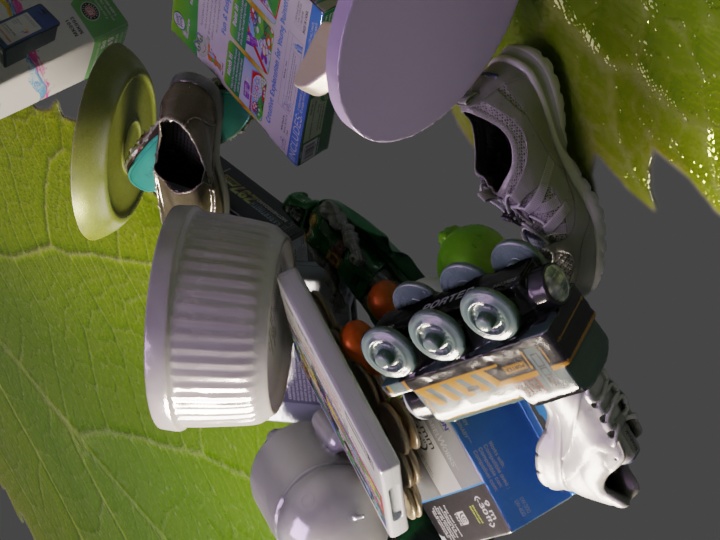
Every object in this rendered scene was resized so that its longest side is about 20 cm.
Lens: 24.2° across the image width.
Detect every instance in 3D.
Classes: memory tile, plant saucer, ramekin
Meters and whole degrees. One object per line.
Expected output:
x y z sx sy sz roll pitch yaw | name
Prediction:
0.004 0.121 1.537 0.200 0.017 0.154 53 161 40 | memory tile
-0.245 -0.129 1.709 0.031 0.201 0.201 9 135 9 | plant saucer
-0.120 0.045 1.493 0.104 0.201 0.202 4 133 7 | ramekin

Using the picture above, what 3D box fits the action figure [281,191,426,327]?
0.000 0.000 1.525 0.200 0.054 0.119 46 138 19 | action figure

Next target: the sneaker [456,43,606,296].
0.118 -0.061 1.237 0.074 0.082 0.202 12 129 55 | sneaker

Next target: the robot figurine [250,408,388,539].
-0.038 0.218 1.611 0.200 0.112 0.172 -132 43 -62 | robot figurine

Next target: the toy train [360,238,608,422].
0.089 0.055 1.250 0.199 0.085 0.114 -23 112 43 | toy train

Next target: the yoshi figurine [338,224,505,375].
0.066 0.014 1.369 0.199 0.111 0.114 -21 73 43 | yoshi figurine

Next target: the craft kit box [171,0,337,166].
-0.090 -0.226 1.473 0.198 0.048 0.201 46 149 20 | craft kit box

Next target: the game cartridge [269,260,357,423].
-0.067 0.070 1.649 0.132 0.041 0.202 2 131 7 | game cartridge

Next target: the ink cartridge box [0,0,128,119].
-0.363 -0.250 1.734 0.146 0.199 0.088 54 152 10 | ink cartridge box

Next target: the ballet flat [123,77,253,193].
-0.164 -0.146 1.637 0.075 0.064 0.199 40 135 -22 | ballet flat

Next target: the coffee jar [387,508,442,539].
0.074 0.300 1.636 0.199 0.105 0.085 36 176 36 | coffee jar

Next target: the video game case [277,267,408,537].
-0.013 0.118 1.470 0.201 0.023 0.183 61 171 24 | video game case

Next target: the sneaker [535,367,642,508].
0.182 0.106 1.325 0.087 0.074 0.201 22 143 36 | sneaker

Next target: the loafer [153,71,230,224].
-0.170 -0.090 1.591 0.074 0.070 0.202 15 131 17 | loafer

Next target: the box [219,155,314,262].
-0.109 0.004 1.715 0.157 0.051 0.202 38 144 37 | box

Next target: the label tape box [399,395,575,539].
0.104 0.160 1.495 0.144 0.066 0.200 61 155 2 | label tape box

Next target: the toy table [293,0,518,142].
0.026 -0.199 1.185 0.183 0.201 0.117 37 180 -37 | toy table
